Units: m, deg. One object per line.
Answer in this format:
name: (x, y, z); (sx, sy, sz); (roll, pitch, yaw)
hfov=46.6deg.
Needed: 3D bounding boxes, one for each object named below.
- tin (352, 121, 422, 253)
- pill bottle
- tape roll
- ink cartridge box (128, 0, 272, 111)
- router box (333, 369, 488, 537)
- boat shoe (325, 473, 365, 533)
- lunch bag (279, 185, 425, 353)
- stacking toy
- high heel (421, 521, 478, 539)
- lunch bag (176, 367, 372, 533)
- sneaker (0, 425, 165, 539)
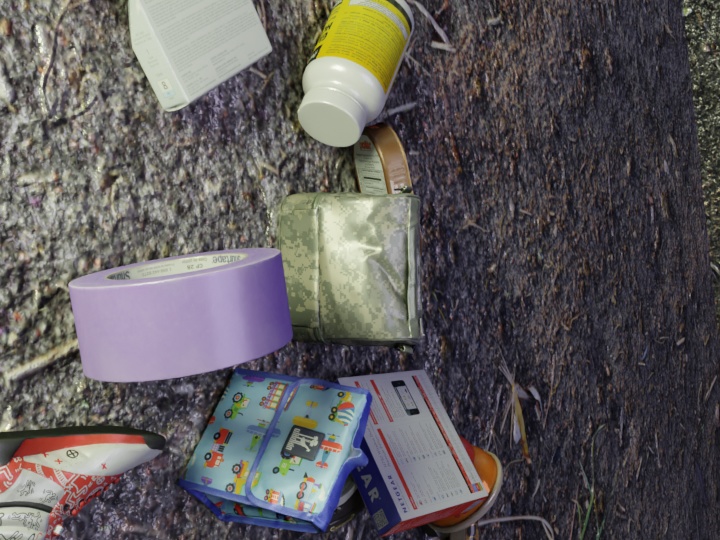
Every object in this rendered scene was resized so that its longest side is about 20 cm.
tin: (0.036, -0.100, 1.144); (0.042, 0.112, 0.202); (-19, 106, -23)
pill bottle: (-0.009, -0.265, 1.084); (0.113, 0.112, 0.201); (48, 52, -42)
tape roll: (-0.166, 0.036, 0.788); (0.199, 0.198, 0.086); (-19, 104, -52)
ink cartridge box: (-0.193, -0.296, 0.898); (0.160, 0.047, 0.201); (-46, 120, -43)
router box: (0.057, 0.233, 1.109); (0.178, 0.049, 0.201); (3, 52, -45)
boat shoe: (-0.007, 0.278, 1.112); (0.201, 0.071, 0.061); (-22, 124, -54)
lunch bag: (0.000, 0.000, 1.042); (0.139, 0.166, 0.202); (3, 87, -53)
stacking toy: (0.102, 0.276, 1.240); (0.200, 0.146, 0.147); (47, 51, -18)
high heel: (0.186, 0.426, 1.359); (0.143, 0.071, 0.201); (-46, 116, -36)
lunch bag: (-0.074, 0.198, 0.907); (0.094, 0.198, 0.151); (53, 49, -39)
sneaker: (-0.270, 0.200, 0.755); (0.200, 0.067, 0.109); (8, 83, -50)
